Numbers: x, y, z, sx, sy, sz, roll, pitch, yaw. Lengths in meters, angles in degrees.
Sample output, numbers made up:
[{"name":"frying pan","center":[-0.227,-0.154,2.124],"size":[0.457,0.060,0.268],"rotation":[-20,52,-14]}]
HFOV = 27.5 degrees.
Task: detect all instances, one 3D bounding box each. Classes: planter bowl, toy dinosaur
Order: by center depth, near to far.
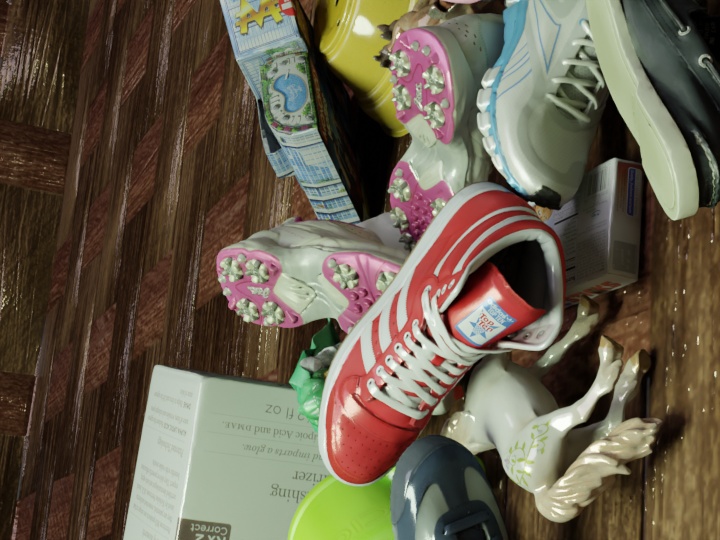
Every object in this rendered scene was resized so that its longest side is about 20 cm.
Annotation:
[{"name":"toy dinosaur","center":[0.080,-0.191,1.056],"size":[0.136,0.086,0.200],"rotation":[-53,15,32]},{"name":"planter bowl","center":[0.013,-0.218,1.234],"size":[0.200,0.083,0.201],"rotation":[-170,90,-70]}]

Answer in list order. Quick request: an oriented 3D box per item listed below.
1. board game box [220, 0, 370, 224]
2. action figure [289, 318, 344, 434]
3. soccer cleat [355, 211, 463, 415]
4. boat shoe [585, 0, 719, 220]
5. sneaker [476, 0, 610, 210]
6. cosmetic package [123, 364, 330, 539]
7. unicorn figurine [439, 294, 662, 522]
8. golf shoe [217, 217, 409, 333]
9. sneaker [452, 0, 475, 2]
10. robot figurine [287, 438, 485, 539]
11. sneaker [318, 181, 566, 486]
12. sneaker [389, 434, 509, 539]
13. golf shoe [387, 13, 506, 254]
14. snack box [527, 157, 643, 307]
[{"name":"board game box","center":[-0.056,-0.145,1.256],"size":[0.200,0.062,0.200],"rotation":[63,-167,-45]},{"name":"action figure","center":[-0.008,0.086,1.032],"size":[0.055,0.118,0.200],"rotation":[-33,-5,11]},{"name":"soccer cleat","center":[0.027,0.032,1.060],"size":[0.200,0.077,0.069],"rotation":[-99,-5,-49]},{"name":"boat shoe","center":[0.169,-0.113,0.791],"size":[0.200,0.066,0.075],"rotation":[-102,-2,-45]},{"name":"sneaker","center":[0.127,-0.130,0.886],"size":[0.087,0.075,0.200],"rotation":[-27,44,46]},{"name":"cosmetic package","center":[-0.089,0.189,1.185],"size":[0.165,0.165,0.200],"rotation":[178,101,-69]},{"name":"unicorn figurine","center":[0.098,0.078,0.859],"size":[0.137,0.074,0.200],"rotation":[-59,12,14]},{"name":"golf shoe","center":[0.000,0.000,0.997],"size":[0.200,0.092,0.075],"rotation":[12,126,31]},{"name":"sneaker","center":[0.075,-0.227,0.811],"size":[0.070,0.082,0.200],"rotation":[55,159,36]},{"name":"robot figurine","center":[0.017,0.196,0.961],"size":[0.200,0.115,0.176],"rotation":[-147,67,-72]},{"name":"sneaker","center":[0.045,0.047,0.837],"size":[0.200,0.071,0.112],"rotation":[-61,19,5]},{"name":"sneaker","center":[0.076,0.189,0.826],"size":[0.082,0.070,0.200],"rotation":[5,114,61]},{"name":"golf shoe","center":[0.069,-0.081,0.976],"size":[0.075,0.091,0.200],"rotation":[40,145,33]},{"name":"snack box","center":[0.116,-0.010,0.937],"size":[0.200,0.024,0.072],"rotation":[151,127,-65]}]
